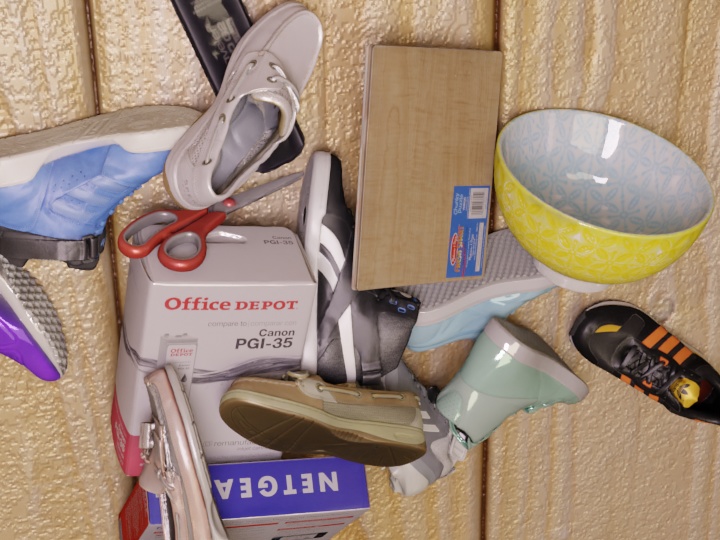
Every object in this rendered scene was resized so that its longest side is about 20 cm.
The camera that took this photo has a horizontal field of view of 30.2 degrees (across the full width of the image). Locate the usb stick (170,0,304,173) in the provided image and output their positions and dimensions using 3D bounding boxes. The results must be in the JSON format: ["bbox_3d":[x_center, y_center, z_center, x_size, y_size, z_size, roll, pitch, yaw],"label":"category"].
[{"bbox_3d":[-0.104,-0.172,1.109,0.055,0.033,0.202,-27,119,-4],"label":"usb stick"}]

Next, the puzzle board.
[{"bbox_3d":[0.056,-0.088,1.142,0.149,0.017,0.203,-5,104,-39],"label":"puzzle board"}]

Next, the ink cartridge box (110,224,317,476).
[{"bbox_3d":[-0.129,0.069,1.136,0.144,0.083,0.202,0,123,-20],"label":"ink cartridge box"}]

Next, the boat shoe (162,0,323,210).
[{"bbox_3d":[-0.077,-0.130,1.065,0.071,0.069,0.202,43,67,-35],"label":"boat shoe"}]

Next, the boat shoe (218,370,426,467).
[{"bbox_3d":[-0.030,0.116,1.126,0.198,0.064,0.073,15,147,-29],"label":"boat shoe"}]

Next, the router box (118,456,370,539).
[{"bbox_3d":[-0.109,0.218,1.208,0.197,0.050,0.180,-1,158,-19],"label":"router box"}]

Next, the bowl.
[{"bbox_3d":[0.204,-0.047,1.191,0.197,0.201,0.109,-1,128,-18],"label":"bowl"}]

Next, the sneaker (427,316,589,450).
[{"bbox_3d":[0.139,0.118,1.278,0.119,0.074,0.200,-51,145,9],"label":"sneaker"}]

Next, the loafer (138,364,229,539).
[{"bbox_3d":[-0.147,0.179,1.066,0.062,0.072,0.203,-17,98,-10],"label":"loafer"}]

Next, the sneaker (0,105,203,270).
[{"bbox_3d":[-0.211,-0.063,1.095,0.197,0.077,0.113,-15,116,-13],"label":"sneaker"}]

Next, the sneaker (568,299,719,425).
[{"bbox_3d":[0.300,0.096,1.336,0.198,0.090,0.070,27,102,-27],"label":"sneaker"}]

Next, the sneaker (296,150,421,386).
[{"bbox_3d":[0.000,0.000,1.173,0.110,0.073,0.204,3,92,-11],"label":"sneaker"}]

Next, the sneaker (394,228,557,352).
[{"bbox_3d":[0.121,0.020,1.262,0.197,0.074,0.083,-16,139,-11],"label":"sneaker"}]

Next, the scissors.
[{"bbox_3d":[-0.123,-0.054,1.117,0.072,0.200,0.014,22,128,19],"label":"scissors"}]

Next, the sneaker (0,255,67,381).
[{"bbox_3d":[-0.329,0.027,1.105,0.099,0.070,0.201,-34,116,6],"label":"sneaker"}]

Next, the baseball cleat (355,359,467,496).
[{"bbox_3d":[0.052,0.123,1.283,0.105,0.070,0.202,-23,128,-16],"label":"baseball cleat"}]
